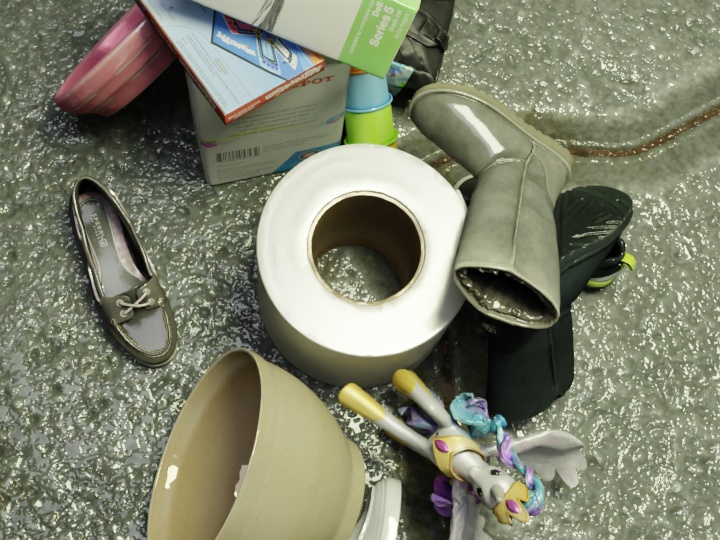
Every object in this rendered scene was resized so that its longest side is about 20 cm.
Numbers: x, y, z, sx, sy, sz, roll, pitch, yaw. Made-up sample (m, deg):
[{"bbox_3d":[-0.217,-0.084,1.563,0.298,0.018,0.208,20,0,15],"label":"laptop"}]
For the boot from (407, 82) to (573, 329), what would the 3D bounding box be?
[{"bbox_3d":[0.103,-0.060,0.840,0.181,0.073,0.201,24,52,-1],"label":"boot"}]

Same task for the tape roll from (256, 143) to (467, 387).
[{"bbox_3d":[0.000,0.000,0.923,0.201,0.139,0.204,2,71,-6],"label":"tape roll"}]

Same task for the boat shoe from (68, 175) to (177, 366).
[{"bbox_3d":[-0.237,-0.001,0.943,0.066,0.057,0.201,-24,76,-13],"label":"boat shoe"}]

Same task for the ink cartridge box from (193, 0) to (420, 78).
[{"bbox_3d":[-0.045,-0.271,0.820,0.199,0.084,0.146,21,51,-9],"label":"ink cartridge box"}]

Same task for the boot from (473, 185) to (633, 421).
[{"bbox_3d":[0.184,0.033,0.925,0.200,0.169,0.076,-39,47,-25],"label":"boot"}]

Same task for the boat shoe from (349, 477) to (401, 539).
[{"bbox_3d":[-0.014,0.281,0.872,0.068,0.072,0.202,17,80,1],"label":"boat shoe"}]

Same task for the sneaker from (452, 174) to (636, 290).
[{"bbox_3d":[0.188,-0.052,0.987,0.199,0.083,0.072,26,71,3],"label":"sneaker"}]

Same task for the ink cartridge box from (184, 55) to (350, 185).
[{"bbox_3d":[-0.093,-0.173,0.938,0.143,0.200,0.085,-12,73,-10],"label":"ink cartridge box"}]

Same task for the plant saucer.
[{"bbox_3d":[-0.219,-0.224,0.963,0.051,0.200,0.201,45,71,-24],"label":"plant saucer"}]

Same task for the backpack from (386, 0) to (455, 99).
[{"bbox_3d":[-0.016,-0.275,1.021,0.199,0.154,0.165,16,74,-23],"label":"backpack"}]

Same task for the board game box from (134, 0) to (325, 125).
[{"bbox_3d":[-0.128,-0.227,0.840,0.103,0.019,0.201,-32,74,-15],"label":"board game box"}]

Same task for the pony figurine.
[{"bbox_3d":[0.094,0.174,0.860,0.200,0.193,0.167,36,85,35],"label":"pony figurine"}]

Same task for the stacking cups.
[{"bbox_3d":[-0.001,-0.184,0.959,0.060,0.201,0.061,-9,31,5],"label":"stacking cups"}]

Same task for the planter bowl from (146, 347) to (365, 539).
[{"bbox_3d":[-0.081,0.185,0.842,0.134,0.200,0.202,26,69,-26],"label":"planter bowl"}]
